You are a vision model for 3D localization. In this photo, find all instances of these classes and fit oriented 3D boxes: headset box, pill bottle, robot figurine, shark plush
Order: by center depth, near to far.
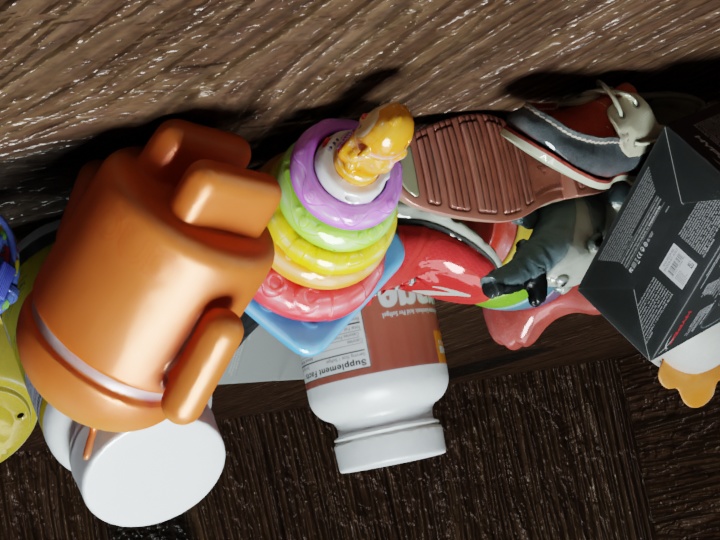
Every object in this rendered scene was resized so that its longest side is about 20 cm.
[{"bbox_3d":[-0.127,0.009,1.035,0.201,0.143,0.117,-56,179,21],"label":"robot figurine"},{"bbox_3d":[-0.165,0.065,1.177,0.113,0.201,0.115,-15,134,-17],"label":"pill bottle"},{"bbox_3d":[0.255,-0.044,1.179,0.199,0.075,0.149,-23,148,-40],"label":"headset box"},{"bbox_3d":[0.125,-0.020,1.241,0.200,0.083,0.091,-46,166,-42],"label":"shark plush"},{"bbox_3d":[0.007,0.049,1.373,0.111,0.202,0.112,-11,173,-1],"label":"pill bottle"}]

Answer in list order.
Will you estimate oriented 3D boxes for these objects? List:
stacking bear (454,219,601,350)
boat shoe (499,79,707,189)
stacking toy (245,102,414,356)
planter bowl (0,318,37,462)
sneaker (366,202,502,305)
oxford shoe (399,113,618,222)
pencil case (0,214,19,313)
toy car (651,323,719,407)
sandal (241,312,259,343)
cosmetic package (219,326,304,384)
[{"bbox_3d":[0.093,-0.025,1.321,0.121,0.115,0.199,-26,155,27],"label":"stacking bear"},{"bbox_3d":[0.159,-0.090,1.129,0.199,0.071,0.063,3,122,-52],"label":"boat shoe"},{"bbox_3d":[-0.014,-0.046,1.059,0.116,0.110,0.200,-47,177,-29],"label":"stacking toy"},{"bbox_3d":[-0.298,0.092,1.309,0.199,0.084,0.201,-20,139,-18],"label":"planter bowl"},{"bbox_3d":[0.000,0.000,1.199,0.198,0.086,0.077,14,145,-14],"label":"sneaker"},{"bbox_3d":[0.085,-0.063,1.183,0.199,0.072,0.074,-4,175,-38],"label":"oxford shoe"},{"bbox_3d":[-0.268,0.011,1.151,0.086,0.079,0.200,22,163,-14],"label":"pencil case"},{"bbox_3d":[0.259,0.019,1.521,0.176,0.202,0.184,-6,170,-34],"label":"toy car"},{"bbox_3d":[-0.100,0.019,1.286,0.045,0.200,0.075,28,163,47],"label":"sandal"},{"bbox_3d":[-0.112,0.036,1.413,0.106,0.091,0.199,19,-169,26],"label":"cosmetic package"}]
